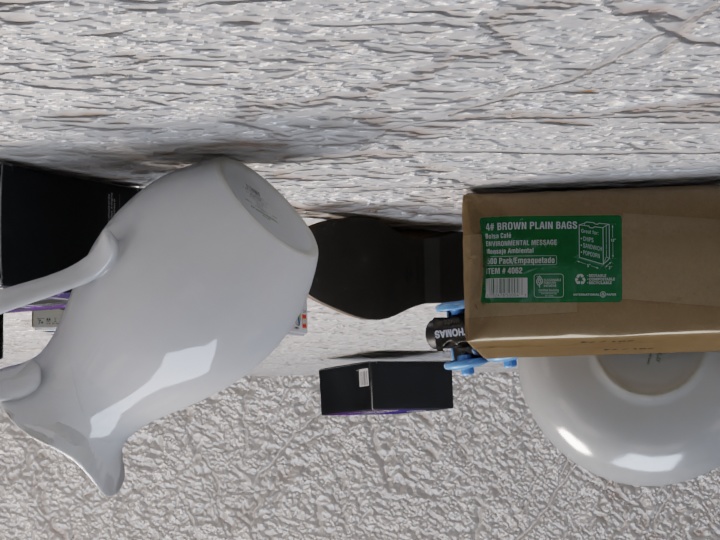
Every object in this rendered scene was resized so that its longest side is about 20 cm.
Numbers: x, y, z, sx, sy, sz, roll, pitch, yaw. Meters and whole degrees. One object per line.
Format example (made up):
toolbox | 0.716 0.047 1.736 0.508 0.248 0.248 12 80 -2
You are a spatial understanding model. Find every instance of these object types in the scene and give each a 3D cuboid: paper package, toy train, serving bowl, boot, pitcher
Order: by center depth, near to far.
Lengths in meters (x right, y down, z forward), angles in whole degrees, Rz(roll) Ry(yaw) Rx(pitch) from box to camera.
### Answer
pitcher | -0.136 0.022 1.123 0.200 0.121 0.171 -44 138 15
paper package | 0.174 0.003 1.347 0.198 0.104 0.191 -2 173 7
boot | 0.004 -0.003 1.445 0.075 0.074 0.199 7 -177 42
serving bowl | 0.217 0.059 1.463 0.199 0.202 0.066 -2 166 7
toy train | 0.162 0.053 1.939 0.199 0.087 0.114 -9 180 37

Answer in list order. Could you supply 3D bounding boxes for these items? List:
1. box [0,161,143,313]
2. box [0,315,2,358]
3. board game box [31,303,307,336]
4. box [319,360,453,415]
box | -0.254 -0.014 1.223 0.199 0.079 0.141 -5 170 32
box | -0.417 0.038 1.607 0.141 0.079 0.199 -3 174 41
board game box | -0.157 0.037 1.617 0.199 0.035 0.126 0 175 16
box | 0.039 0.184 3.016 0.140 0.079 0.200 -2 175 -24
